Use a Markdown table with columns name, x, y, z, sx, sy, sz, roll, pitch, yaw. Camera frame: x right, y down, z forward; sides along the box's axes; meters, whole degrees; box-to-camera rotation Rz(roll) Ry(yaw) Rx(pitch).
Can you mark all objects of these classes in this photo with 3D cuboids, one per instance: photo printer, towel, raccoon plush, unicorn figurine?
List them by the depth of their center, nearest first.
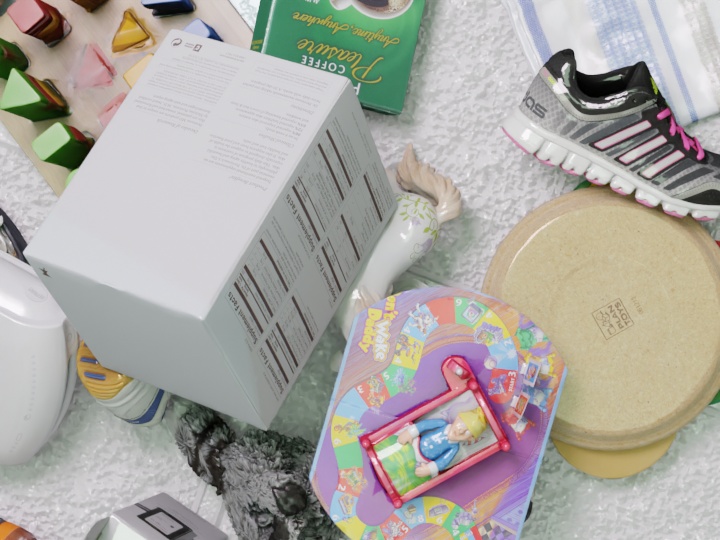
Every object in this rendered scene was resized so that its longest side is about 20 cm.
| name | x | y | z | sx | sy | sz | roll | pitch | yaw |
| --- | --- | --- | --- | --- | --- | --- | --- | --- | --- |
| unicorn figurine | 0.000 | 0.000 | 1.331 | 0.137 | 0.074 | 0.201 | 36 | 91 | 33 |
| towel | 0.219 | -0.177 | 1.353 | 0.198 | 0.024 | 0.148 | -21 | 87 | 7 |
| raccoon plush | -0.041 | 0.135 | 1.359 | 0.133 | 0.097 | 0.200 | -20 | 58 | -31 |
| photo printer | -0.306 | 0.049 | 1.365 | 0.199 | 0.070 | 0.167 | 28 | 129 | 7 |

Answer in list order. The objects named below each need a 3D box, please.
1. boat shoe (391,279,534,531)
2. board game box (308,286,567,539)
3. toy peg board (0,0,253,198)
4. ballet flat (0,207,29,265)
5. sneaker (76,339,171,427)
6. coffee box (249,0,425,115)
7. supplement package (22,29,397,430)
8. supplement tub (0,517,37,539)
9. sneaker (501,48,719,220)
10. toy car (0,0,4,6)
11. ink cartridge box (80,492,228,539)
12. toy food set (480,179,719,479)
| name | x | y | z | sx | sy | sz | roll | pitch | yaw |
| --- | --- | --- | --- | --- | --- | --- | --- | --- | --- |
| boat shoe | 0.072 | 0.101 | 1.348 | 0.074 | 0.060 | 0.201 | -34 | 70 | 15 |
| board game box | 0.054 | 0.112 | 1.264 | 0.157 | 0.039 | 0.202 | 16 | 91 | -2 |
| toy peg board | -0.187 | -0.151 | 1.372 | 0.199 | 0.098 | 0.201 | -39 | 84 | 6 |
| ballet flat | -0.320 | -0.055 | 1.403 | 0.073 | 0.073 | 0.200 | -40 | 84 | 5 |
| sneaker | -0.140 | 0.025 | 1.377 | 0.075 | 0.088 | 0.201 | 20 | 67 | 33 |
| coffee box | -0.009 | -0.226 | 1.351 | 0.122 | 0.044 | 0.202 | 10 | 91 | -22 |
| supplement package | -0.097 | -0.029 | 1.252 | 0.151 | 0.151 | 0.201 | 18 | 64 | 26 |
| supplement tub | -0.317 | 0.227 | 1.376 | 0.198 | 0.107 | 0.108 | 22 | 92 | 9 |
| sneaker | 0.206 | -0.102 | 1.308 | 0.198 | 0.074 | 0.088 | 20 | 112 | -2 |
| toy car | -0.347 | -0.276 | 1.342 | 0.183 | 0.200 | 0.178 | -26 | 81 | 6 |
| ink cartridge box | -0.170 | 0.234 | 1.308 | 0.068 | 0.200 | 0.117 | 33 | 93 | 7 |
| toy food set | 0.187 | 0.036 | 1.337 | 0.200 | 0.049 | 0.198 | 45 | 93 | 4 |
